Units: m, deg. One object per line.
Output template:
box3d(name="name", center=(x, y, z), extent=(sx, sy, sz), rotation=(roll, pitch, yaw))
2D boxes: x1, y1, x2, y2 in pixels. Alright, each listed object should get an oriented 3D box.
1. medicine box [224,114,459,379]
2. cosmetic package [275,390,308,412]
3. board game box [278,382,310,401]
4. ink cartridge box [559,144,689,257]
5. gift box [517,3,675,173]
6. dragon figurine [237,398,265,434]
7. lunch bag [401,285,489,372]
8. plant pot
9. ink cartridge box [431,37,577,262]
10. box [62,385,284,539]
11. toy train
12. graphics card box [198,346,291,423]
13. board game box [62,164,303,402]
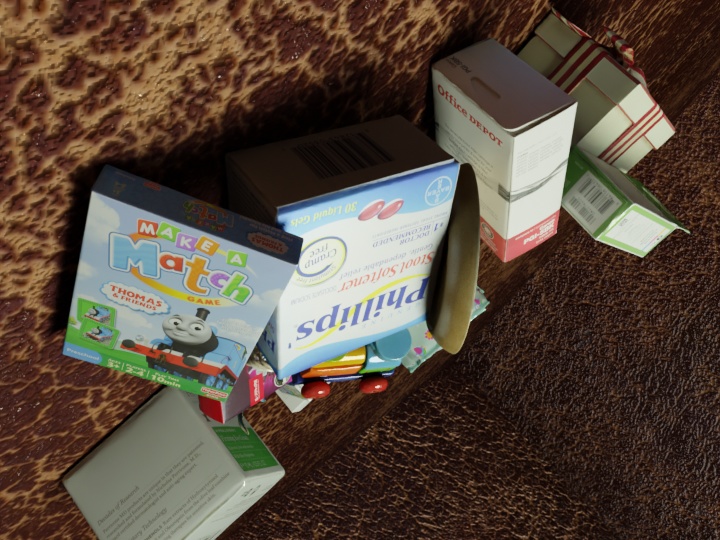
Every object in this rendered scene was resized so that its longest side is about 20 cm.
box3d(name="medicine box", center=(-0.020, -0.023, 0.610), extent=(0.182, 0.103, 0.200), rotation=(-19, 135, -26))
box3d(name="cosmetic package", center=(-0.069, 0.155, 1.145), extent=(0.200, 0.083, 0.051), rotation=(-43, 166, 3))
box3d(name="board game box", center=(-0.048, 0.111, 1.003), extent=(0.200, 0.034, 0.134), rotation=(-48, -165, -21))
box3d(name="ink cartridge box", center=(0.315, -0.077, 0.783), extent=(0.200, 0.104, 0.059), rotation=(9, 130, -47))
box3d(name="gift box", center=(0.268, -0.216, 0.832), extent=(0.187, 0.200, 0.184), rotation=(-45, 151, 22))
box3d(name="dragon figurine", center=(-0.126, 0.138, 0.931), extent=(0.099, 0.059, 0.200), rotation=(-42, -170, 29))
box3d(name="lunch bag", center=(0.119, 0.059, 1.182), extent=(0.200, 0.170, 0.122), rotation=(-38, 169, -21))
box3d(name="plant pot", center=(0.091, -0.013, 0.676), extent=(0.027, 0.201, 0.200), rotation=(3, 155, -2))
box3d(name="ink cartridge box", center=(0.155, -0.132, 0.720), extent=(0.083, 0.147, 0.200), rotation=(-28, 145, -11))
box3d(name="box", center=(-0.249, 0.287, 0.896), extent=(0.200, 0.171, 0.199), rotation=(-42, 164, -3))
box3d(name="toy train", center=(-0.048, 0.092, 0.708), extent=(0.199, 0.085, 0.116), rotation=(-2, 162, -17))
box3d(name="graphics card box", center=(-0.122, 0.096, 0.838), extent=(0.200, 0.051, 0.126), rotation=(-28, 128, -43))
box3d(name="board game box", center=(-0.152, 0.024, 0.521), extent=(0.037, 0.151, 0.200), rotation=(-85, -160, -46))
